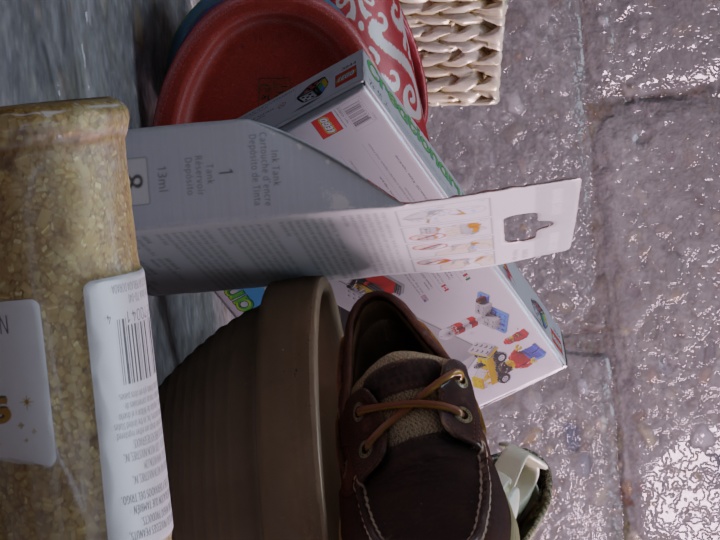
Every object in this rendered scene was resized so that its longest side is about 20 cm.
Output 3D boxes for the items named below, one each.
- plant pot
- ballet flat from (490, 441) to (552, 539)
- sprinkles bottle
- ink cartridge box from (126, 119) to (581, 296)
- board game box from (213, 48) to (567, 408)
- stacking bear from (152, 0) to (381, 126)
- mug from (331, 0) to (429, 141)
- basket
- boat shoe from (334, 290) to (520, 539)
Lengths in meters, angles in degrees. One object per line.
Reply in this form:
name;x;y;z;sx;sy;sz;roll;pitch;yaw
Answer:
plant pot;-0.051;0.105;0.840;0.201;0.093;0.201;-4;90;-86
ballet flat;0.049;0.111;0.858;0.075;0.068;0.200;-54;169;14
sprinkles bottle;-0.088;0.053;0.545;0.068;0.068;0.200;-60;144;-83
ink cartridge box;-0.011;-0.030;0.804;0.160;0.200;0.047;63;21;-79
board game box;0.000;0.000;0.939;0.200;0.126;0.035;53;20;-31
stacking bear;-0.053;-0.103;1.030;0.200;0.121;0.114;-119;-150;-77
mug;-0.030;-0.156;1.265;0.178;0.133;0.200;-6;87;-86
basket;0.011;-0.195;1.402;0.136;0.200;0.124;-85;175;-66
boat shoe;0.018;0.067;0.781;0.200;0.072;0.072;-94;168;-66
